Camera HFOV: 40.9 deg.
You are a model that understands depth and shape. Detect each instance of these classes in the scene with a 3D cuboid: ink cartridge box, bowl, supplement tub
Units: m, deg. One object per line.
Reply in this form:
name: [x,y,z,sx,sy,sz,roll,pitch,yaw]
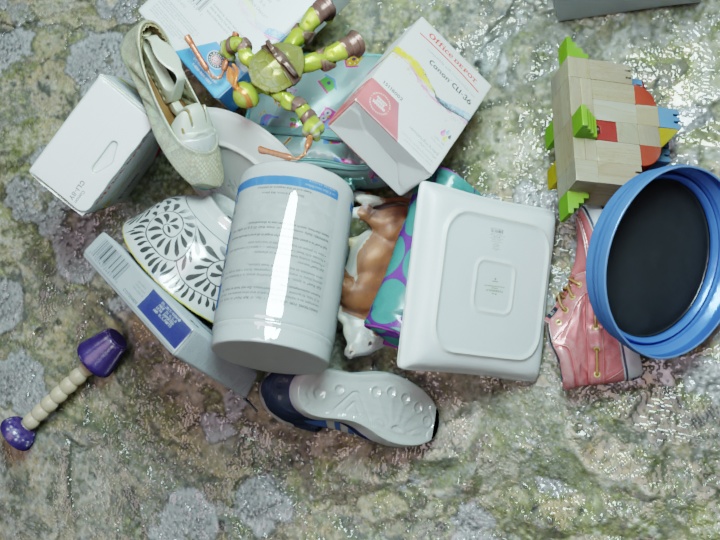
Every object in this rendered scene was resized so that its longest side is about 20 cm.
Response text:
ink cartridge box: [-0.302,-0.156,1.176,0.083,0.200,0.146,38,96,-6]
bowl: [-0.169,-0.028,1.129,0.201,0.200,0.094,44,103,15]
ink cartridge box: [-0.130,-0.307,1.117,0.200,0.085,0.145,-42,83,3]
bowl: [0.317,-0.010,1.006,0.039,0.199,0.202,20,91,59]
supplement tub: [-0.081,-0.002,1.030,0.131,0.132,0.202,2,69,17]
ink cartridge box: [-0.205,0.062,1.118,0.041,0.200,0.199,-47,57,-5]
ink cartridge box: [0.066,-0.196,1.074,0.116,0.067,0.201,42,55,-12]

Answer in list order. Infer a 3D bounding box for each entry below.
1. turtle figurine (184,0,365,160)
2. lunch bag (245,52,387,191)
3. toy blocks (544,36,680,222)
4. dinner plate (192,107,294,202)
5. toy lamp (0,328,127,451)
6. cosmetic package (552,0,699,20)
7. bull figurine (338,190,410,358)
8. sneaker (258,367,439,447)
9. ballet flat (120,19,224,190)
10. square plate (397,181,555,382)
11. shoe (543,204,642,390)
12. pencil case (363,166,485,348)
turtle figurine: [-0.086,-0.226,1.029,0.161,0.065,0.200,-40,71,-13]
lunch bag: [-0.038,-0.177,1.149,0.198,0.077,0.162,5,67,17]
toy blocks: [0.284,-0.147,1.051,0.135,0.100,0.202,5,68,-10]
dinner plate: [-0.144,-0.107,1.147,0.199,0.201,0.024,24,55,17]
toy lamp: [-0.384,0.152,1.258,0.200,0.058,0.058,-41,76,9]
cosmetic package: [0.280,-0.404,1.047,0.166,0.166,0.202,-4,84,17]
bull figurine: [0.000,0.000,1.141,0.121,0.065,0.202,24,83,-13]
sneaker: [-0.023,0.156,1.142,0.199,0.146,0.081,17,77,-26]
ballet flat: [-0.204,-0.183,1.062,0.062,0.067,0.201,-32,88,50]
square plate: [0.137,0.017,1.055,0.028,0.198,0.200,4,86,57]
shoe: [0.244,0.030,1.067,0.090,0.071,0.202,-12,86,6]
pencil case: [0.072,-0.011,1.086,0.084,0.092,0.202,22,80,-9]
